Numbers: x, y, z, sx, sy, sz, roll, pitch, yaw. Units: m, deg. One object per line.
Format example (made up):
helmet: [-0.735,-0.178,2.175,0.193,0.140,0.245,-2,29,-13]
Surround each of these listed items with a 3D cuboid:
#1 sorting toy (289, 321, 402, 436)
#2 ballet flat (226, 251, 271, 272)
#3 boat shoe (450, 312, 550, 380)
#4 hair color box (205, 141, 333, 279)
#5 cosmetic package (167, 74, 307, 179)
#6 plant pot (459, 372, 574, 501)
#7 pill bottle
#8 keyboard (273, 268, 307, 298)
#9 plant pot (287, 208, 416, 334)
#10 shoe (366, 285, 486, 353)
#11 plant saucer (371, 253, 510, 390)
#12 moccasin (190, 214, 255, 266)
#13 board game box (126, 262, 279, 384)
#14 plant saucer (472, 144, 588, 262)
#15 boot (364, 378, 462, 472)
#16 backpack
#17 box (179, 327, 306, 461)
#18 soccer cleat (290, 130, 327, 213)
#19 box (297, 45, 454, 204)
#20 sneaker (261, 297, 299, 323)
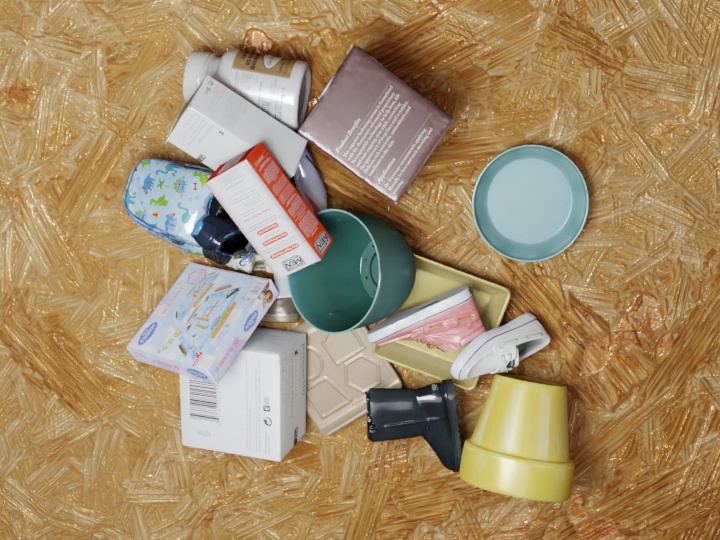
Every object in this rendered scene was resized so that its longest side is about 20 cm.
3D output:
sorting toy: [-0.046,0.176,1.823,0.184,0.036,0.201,-32,95,12]
ballet flat: [-0.172,-0.024,1.758,0.196,0.072,0.073,3,105,4]
boat shoe: [0.245,0.138,1.709,0.067,0.199,0.074,43,150,31]
hair color box: [-0.145,-0.093,1.591,0.101,0.061,0.201,-22,113,35]
cosmetic package: [-0.200,-0.212,1.625,0.199,0.082,0.113,32,145,-16]
plant pot: [0.282,0.284,1.743,0.197,0.201,0.192,9,90,3]
pill bottle: [-0.189,-0.307,1.667,0.197,0.114,0.116,11,105,5]
keyboard: [-0.128,-0.054,1.734,0.055,0.011,0.203,-6,78,4]
plant pot: [0.000,0.000,1.683,0.198,0.160,0.204,1,92,37]
shoe: [0.115,0.107,1.718,0.198,0.072,0.092,-24,98,8]
plant saucer: [0.142,0.087,1.771,0.197,0.048,0.203,20,106,1]
moccasin: [-0.206,-0.044,1.646,0.068,0.199,0.081,37,108,20]
board game box: [-0.269,0.086,1.703,0.197,0.201,0.041,11,144,36]
plant saucer: [0.290,-0.117,1.711,0.196,0.036,0.203,1,105,5]
boot: [0.095,0.285,1.792,0.165,0.077,0.203,-8,122,3]
backpack: [-0.309,-0.117,1.717,0.198,0.153,0.165,21,93,27]
box: [-0.208,0.211,1.777,0.197,0.131,0.202,5,106,17]
soccer cleat: [-0.098,-0.160,1.726,0.068,0.073,0.203,-17,82,45]
box: [0.024,-0.234,1.629,0.199,0.164,0.167,36,95,-4]
sneaker: [-0.206,0.055,1.798,0.196,0.070,0.077,2,86,2]
